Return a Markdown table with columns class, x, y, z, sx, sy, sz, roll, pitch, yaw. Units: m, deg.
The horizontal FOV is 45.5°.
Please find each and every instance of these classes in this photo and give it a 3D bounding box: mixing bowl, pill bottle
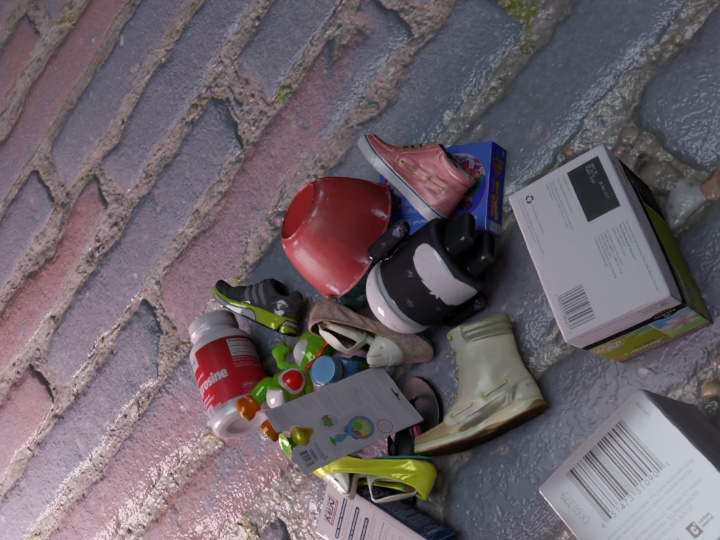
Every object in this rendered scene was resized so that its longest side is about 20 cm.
| class | x | y | z | sx | sy | sz | roll | pitch | yaw |
| --- | --- | --- | --- | --- | --- | --- | --- | --- | --- |
| mixing bowl | -0.052 | -0.069 | 1.320 | 0.200 | 0.108 | 0.201 | -46 | 29 | 34 |
| pill bottle | -0.223 | 0.172 | 1.454 | 0.112 | 0.112 | 0.200 | -39 | 58 | 23 |

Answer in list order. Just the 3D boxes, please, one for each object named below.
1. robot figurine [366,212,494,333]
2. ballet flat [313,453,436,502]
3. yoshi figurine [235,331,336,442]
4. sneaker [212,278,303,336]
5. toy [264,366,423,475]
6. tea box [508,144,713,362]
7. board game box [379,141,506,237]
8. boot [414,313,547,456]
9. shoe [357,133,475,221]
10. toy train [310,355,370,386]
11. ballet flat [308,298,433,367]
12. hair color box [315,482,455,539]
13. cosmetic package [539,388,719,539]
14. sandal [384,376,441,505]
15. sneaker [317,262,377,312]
| class | x | y | z | sx | sy | sz | roll | pitch | yaw |
| --- | --- | --- | --- | --- | --- | --- | --- | --- | --- |
| robot figurine | 0.099 | 0.005 | 1.223 | 0.200 | 0.125 | 0.151 | -39 | 71 | 29 |
| ballet flat | 0.007 | 0.291 | 1.210 | 0.199 | 0.067 | 0.067 | 2 | 61 | 11 |
| yoshi figurine | -0.102 | 0.168 | 1.361 | 0.200 | 0.112 | 0.112 | -49 | 42 | -8 |
| sneaker | -0.172 | 0.049 | 1.482 | 0.199 | 0.074 | 0.081 | 21 | 83 | 33 |
| toy | -0.025 | 0.217 | 1.218 | 0.115 | 0.199 | 0.047 | 50 | 141 | 33 |
| tea box | 0.305 | -0.013 | 1.042 | 0.133 | 0.196 | 0.201 | -30 | 61 | 27 |
| board game box | 0.119 | -0.115 | 1.308 | 0.199 | 0.045 | 0.135 | -1 | 78 | 37 |
| boot | 0.146 | 0.163 | 1.201 | 0.200 | 0.072 | 0.155 | -30 | 63 | 22 |
| shoe | 0.083 | -0.161 | 1.276 | 0.091 | 0.071 | 0.200 | -50 | 60 | 15 |
| toy train | -0.041 | 0.226 | 1.298 | 0.084 | 0.116 | 0.201 | 12 | 86 | 39 |
| ballet flat | 0.010 | 0.108 | 1.287 | 0.199 | 0.067 | 0.068 | 19 | 135 | 19 |
| hair color box | 0.033 | 0.376 | 1.229 | 0.200 | 0.060 | 0.100 | 24 | 106 | 38 |
| cosmetic package | 0.340 | 0.253 | 0.947 | 0.165 | 0.200 | 0.165 | -50 | 54 | 16 |
| sandal | 0.068 | 0.254 | 1.253 | 0.075 | 0.045 | 0.201 | 9 | 84 | 40 |
| sneaker | 0.000 | 0.000 | 1.354 | 0.200 | 0.074 | 0.088 | -34 | 55 | 27 |
